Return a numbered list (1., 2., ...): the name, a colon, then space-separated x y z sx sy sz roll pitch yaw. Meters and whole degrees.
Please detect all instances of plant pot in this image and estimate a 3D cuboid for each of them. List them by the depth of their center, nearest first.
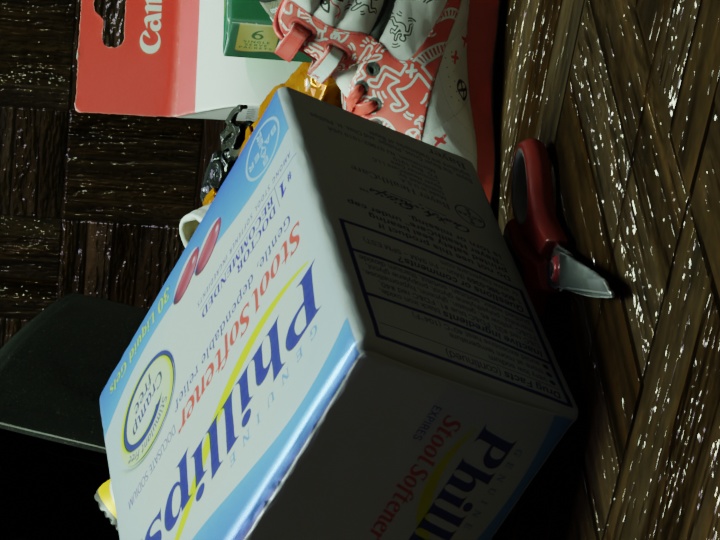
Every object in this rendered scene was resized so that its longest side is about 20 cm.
1. plant pot: -0.140 0.130 1.480 0.178 0.199 0.200 -79 2 -55

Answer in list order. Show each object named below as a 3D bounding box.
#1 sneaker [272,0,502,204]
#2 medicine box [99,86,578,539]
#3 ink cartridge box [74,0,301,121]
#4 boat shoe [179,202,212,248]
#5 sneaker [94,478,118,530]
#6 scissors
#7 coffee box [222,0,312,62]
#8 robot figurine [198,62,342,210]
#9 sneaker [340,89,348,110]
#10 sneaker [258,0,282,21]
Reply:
1. sneaker: 0.010 -0.084 1.185 0.067 0.108 0.202 -175 89 -83
2. medicine box: -0.018 0.057 1.026 0.182 0.103 0.200 -58 25 24
3. ink cartridge box: -0.089 -0.183 1.665 0.050 0.199 0.161 120 152 -74
4. boat shoe: -0.047 0.032 1.397 0.202 0.086 0.075 56 145 31
5. sneaker: -0.056 0.087 1.275 0.090 0.070 0.200 -50 -11 23
6. scissors: 0.079 0.004 0.983 0.200 0.014 0.073 -109 25 -69
7. coffee box: -0.020 -0.214 1.443 0.044 0.123 0.200 110 161 -62
8. robot figurine: -0.041 -0.046 1.512 0.200 0.058 0.145 -46 48 51
9. sneaker: 0.016 -0.132 1.290 0.082 0.078 0.201 121 152 -80
10. sneaker: 0.011 -0.194 1.372 0.076 0.115 0.201 -4 45 48
